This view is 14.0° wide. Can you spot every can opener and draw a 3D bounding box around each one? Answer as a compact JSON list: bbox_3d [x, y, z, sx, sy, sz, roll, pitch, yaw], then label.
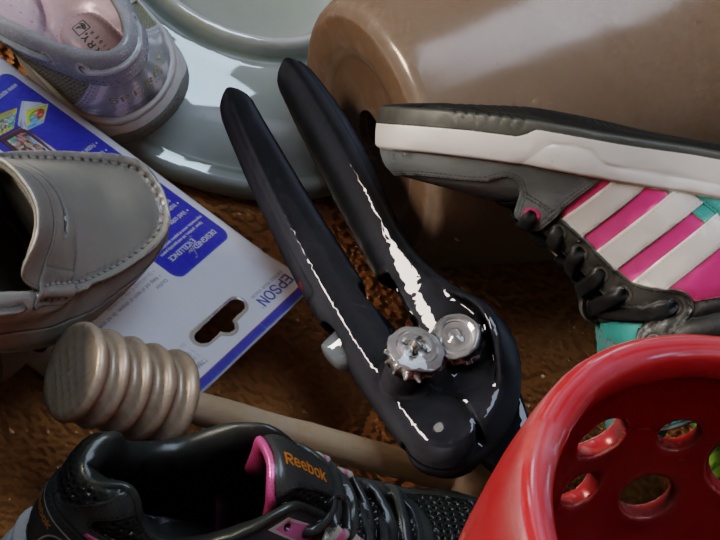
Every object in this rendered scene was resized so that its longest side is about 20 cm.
[{"bbox_3d":[0.000,0.000,1.143,0.063,0.079,0.200,-28,65,-16],"label":"can opener"}]

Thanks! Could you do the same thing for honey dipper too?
[{"bbox_3d":[-0.026,0.061,1.097,0.199,0.038,0.038,19,39,-35],"label":"honey dipper"}]

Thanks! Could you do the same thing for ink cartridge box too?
[{"bbox_3d":[-0.125,-0.016,1.156,0.199,0.039,0.099,36,43,12],"label":"ink cartridge box"}]

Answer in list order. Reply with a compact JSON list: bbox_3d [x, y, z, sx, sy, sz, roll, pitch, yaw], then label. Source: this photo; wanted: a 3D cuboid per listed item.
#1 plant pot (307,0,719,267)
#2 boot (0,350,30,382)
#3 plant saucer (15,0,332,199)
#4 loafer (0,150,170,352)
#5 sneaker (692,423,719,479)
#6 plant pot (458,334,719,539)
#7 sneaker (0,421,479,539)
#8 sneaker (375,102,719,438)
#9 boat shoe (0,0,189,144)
[{"bbox_3d":[0.076,-0.081,1.223,0.174,0.201,0.201,-18,56,-22],"label":"plant pot"},{"bbox_3d":[-0.179,0.041,1.041,0.146,0.070,0.201,-12,70,-44],"label":"boot"},{"bbox_3d":[-0.057,-0.118,1.285,0.199,0.050,0.201,15,43,-14],"label":"plant saucer"},{"bbox_3d":[-0.129,-0.008,1.031,0.070,0.070,0.200,55,36,7],"label":"loafer"},{"bbox_3d":[0.158,0.071,1.165,0.074,0.084,0.201,-18,37,12],"label":"sneaker"},{"bbox_3d":[0.111,0.153,0.992,0.199,0.183,0.201,14,42,-13],"label":"plant pot"},{"bbox_3d":[-0.026,0.097,1.054,0.199,0.087,0.081,0,49,-28],"label":"sneaker"},{"bbox_3d":[0.095,0.007,1.111,0.198,0.122,0.084,12,7,7],"label":"sneaker"},{"bbox_3d":[-0.150,-0.133,1.218,0.074,0.065,0.202,-40,64,-9],"label":"boat shoe"}]
